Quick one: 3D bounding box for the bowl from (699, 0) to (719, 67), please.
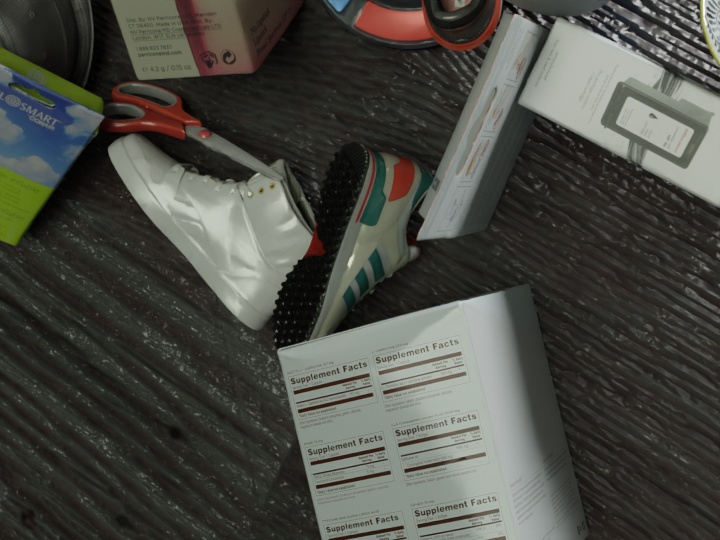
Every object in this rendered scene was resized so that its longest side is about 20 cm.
[{"bbox_3d":[0.328,-0.155,0.862,0.197,0.094,0.204,-6,62,12],"label":"bowl"}]

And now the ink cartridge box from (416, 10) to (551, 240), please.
[{"bbox_3d":[0.082,-0.105,0.919,0.047,0.200,0.162,27,102,15],"label":"ink cartridge box"}]

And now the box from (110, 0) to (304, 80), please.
[{"bbox_3d":[-0.130,-0.265,0.987,0.107,0.129,0.202,1,127,21],"label":"box"}]

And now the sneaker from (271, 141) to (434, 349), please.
[{"bbox_3d":[0.000,-0.001,1.019,0.070,0.092,0.202,51,127,52],"label":"sneaker"}]

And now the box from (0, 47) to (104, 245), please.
[{"bbox_3d":[-0.301,-0.110,1.078,0.121,0.048,0.200,25,136,-23],"label":"box"}]

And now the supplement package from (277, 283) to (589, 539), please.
[{"bbox_3d":[0.059,0.129,0.947,0.145,0.191,0.203,-14,87,22],"label":"supplement package"}]

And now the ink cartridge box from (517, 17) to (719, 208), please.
[{"bbox_3d":[0.222,-0.101,0.911,0.198,0.116,0.069,31,105,16],"label":"ink cartridge box"}]

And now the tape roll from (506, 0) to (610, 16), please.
[{"bbox_3d":[0.132,-0.281,0.884,0.066,0.198,0.203,-28,82,57],"label":"tape roll"}]

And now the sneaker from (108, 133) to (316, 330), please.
[{"bbox_3d":[-0.111,-0.063,1.072,0.116,0.074,0.200,-44,85,14],"label":"sneaker"}]

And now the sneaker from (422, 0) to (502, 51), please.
[{"bbox_3d":[0.069,-0.261,0.911,0.076,0.082,0.204,-6,92,12],"label":"sneaker"}]

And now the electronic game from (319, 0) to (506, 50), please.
[{"bbox_3d":[0.043,-0.275,1.009,0.197,0.042,0.204,1,93,21],"label":"electronic game"}]

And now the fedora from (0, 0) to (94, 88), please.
[{"bbox_3d":[-0.319,-0.206,1.092,0.174,0.091,0.203,1,117,13],"label":"fedora"}]

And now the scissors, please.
[{"bbox_3d":[-0.133,-0.119,1.071,0.197,0.073,0.014,17,128,22],"label":"scissors"}]
